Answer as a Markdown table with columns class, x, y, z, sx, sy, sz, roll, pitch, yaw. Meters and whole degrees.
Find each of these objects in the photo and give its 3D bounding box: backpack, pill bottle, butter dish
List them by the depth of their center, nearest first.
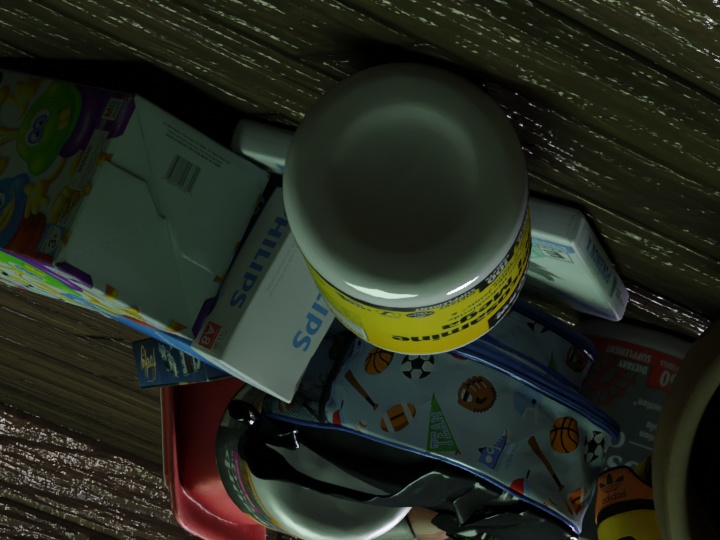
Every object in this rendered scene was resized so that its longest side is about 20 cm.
| class | x | y | z | sx | sy | sz | roll | pitch | yaw |
| --- | --- | --- | --- | --- | --- | --- | --- | --- | --- |
| pill bottle | 0.027 | -0.022 | 1.343 | 0.112 | 0.113 | 0.200 | 17 | 171 | 8 |
| backpack | 0.059 | 0.085 | 1.629 | 0.199 | 0.155 | 0.190 | 22 | 178 | -30 |
| pill bottle | 0.157 | 0.141 | 1.737 | 0.115 | 0.201 | 0.116 | 17 | 170 | 3 |
| pill bottle | -0.032 | 0.117 | 1.818 | 0.116 | 0.117 | 0.200 | 20 | 173 | -11 |
| butter dish | -0.060 | 0.103 | 2.096 | 0.147 | 0.201 | 0.200 | -9 | 163 | 17 |

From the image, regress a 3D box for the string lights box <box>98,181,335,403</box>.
| class | x | y | z | sx | sy | sz | roll | pitch | yaw |
| --- | --- | --- | --- | --- | --- | --- | --- | --- | --- |
| string lights box | -0.087 | -0.005 | 1.579 | 0.059 | 0.103 | 0.200 | 33 | 172 | -36 |

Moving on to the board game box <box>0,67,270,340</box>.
| class | x | y | z | sx | sy | sz | roll | pitch | yaw |
| --- | --- | --- | --- | --- | --- | --- | --- | --- | --- |
| board game box | -0.162 | -0.041 | 1.552 | 0.105 | 0.103 | 0.200 | 30 | 170 | -36 |

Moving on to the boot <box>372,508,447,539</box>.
| class | x | y | z | sx | sy | sz | roll | pitch | yaw |
| --- | --- | --- | --- | --- | --- | --- | --- | --- | --- |
| boot | 0.102 | 0.095 | 1.902 | 0.199 | 0.189 | 0.069 | -15 | 128 | 22 |

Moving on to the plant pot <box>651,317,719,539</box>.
| class | x | y | z | sx | sy | sz | roll | pitch | yaw |
| --- | --- | --- | --- | --- | --- | --- | --- | --- | --- |
| plant pot | 0.234 | 0.088 | 1.423 | 0.199 | 0.201 | 0.175 | 20 | -172 | -9 |

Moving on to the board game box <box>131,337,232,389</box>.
| class | x | y | z | sx | sy | sz | roll | pitch | yaw |
| --- | --- | --- | --- | --- | --- | --- | --- | --- | --- |
| board game box | -0.060 | 0.045 | 1.795 | 0.135 | 0.035 | 0.200 | -11 | 180 | -16 |

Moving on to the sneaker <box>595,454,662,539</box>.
| class | x | y | z | sx | sy | sz | roll | pitch | yaw |
| --- | --- | --- | --- | --- | --- | --- | --- | --- | --- |
| sneaker | 0.192 | 0.151 | 1.636 | 0.070 | 0.091 | 0.200 | -19 | 168 | 24 |

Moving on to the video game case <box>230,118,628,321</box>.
| class | x | y | z | sx | sy | sz | roll | pitch | yaw |
| --- | --- | --- | --- | --- | --- | --- | --- | --- | --- |
| video game case | 0.042 | -0.026 | 1.558 | 0.199 | 0.022 | 0.182 | 16 | 170 | 17 |

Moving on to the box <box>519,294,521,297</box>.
| class | x | y | z | sx | sy | sz | roll | pitch | yaw |
| --- | --- | --- | --- | --- | --- | --- | --- | --- | --- |
| box | 0.000 | 0.000 | 1.783 | 0.163 | 0.021 | 0.200 | 21 | 171 | -11 |
